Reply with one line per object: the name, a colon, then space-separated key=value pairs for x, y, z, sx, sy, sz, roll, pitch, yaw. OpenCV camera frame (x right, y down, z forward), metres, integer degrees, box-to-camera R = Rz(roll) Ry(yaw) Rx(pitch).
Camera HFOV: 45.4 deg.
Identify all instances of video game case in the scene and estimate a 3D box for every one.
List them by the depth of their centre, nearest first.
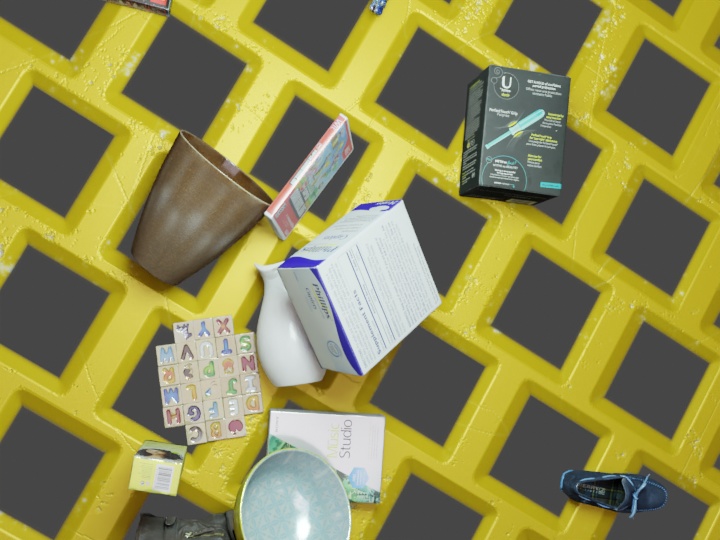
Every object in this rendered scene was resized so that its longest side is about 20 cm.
video game case: x=-0.080 y=-0.148 z=1.399 sx=0.017 sy=0.143 sz=0.201 roll=35 pitch=82 yaw=10

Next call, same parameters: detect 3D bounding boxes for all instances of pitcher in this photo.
pitcher: x=-0.100 y=0.079 z=1.374 sx=0.120 sy=0.171 sz=0.204 roll=-6 pitch=87 yaw=-30

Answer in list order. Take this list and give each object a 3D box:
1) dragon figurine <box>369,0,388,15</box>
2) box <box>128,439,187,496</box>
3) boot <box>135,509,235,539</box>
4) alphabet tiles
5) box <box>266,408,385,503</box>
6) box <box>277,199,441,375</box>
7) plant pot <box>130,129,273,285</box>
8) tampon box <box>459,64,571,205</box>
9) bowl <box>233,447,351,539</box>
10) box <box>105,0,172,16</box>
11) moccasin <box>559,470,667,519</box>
dragon figurine: x=0.016 y=-0.538 z=1.472 sx=0.098 sy=0.059 sz=0.204 roll=8 pitch=87 yaw=-9
box: x=-0.306 y=0.298 z=1.315 sx=0.074 sy=0.200 sz=0.051 roll=11 pitch=83 yaw=-10
boot: x=-0.268 y=0.447 z=1.330 sx=0.171 sy=0.201 sz=0.070 roll=-2 pitch=115 yaw=-12
alphabet tiles: x=-0.249 y=0.181 z=1.427 sx=0.164 sy=0.006 sz=0.204 roll=-7 pitch=89 yaw=-10
box: x=-0.060 y=0.310 z=1.439 sx=0.196 sy=0.036 sz=0.147 roll=4 pitch=88 yaw=-7
box: x=0.002 y=0.023 z=1.293 sx=0.199 sy=0.104 sz=0.186 roll=-38 pitch=115 yaw=-35
plant pot: x=-0.267 y=-0.083 z=1.362 sx=0.186 sy=0.187 sz=0.201 roll=38 pitch=97 yaw=-6
tampon box: x=0.260 y=-0.226 z=1.467 sx=0.147 sy=0.126 sz=0.204 roll=7 pitch=86 yaw=-10
bowl: x=-0.122 y=0.391 z=1.348 sx=0.198 sy=0.107 sz=0.203 roll=16 pitch=59 yaw=-28
box: x=-0.398 y=-0.511 z=1.412 sx=0.197 sy=0.040 sz=0.139 roll=12 pitch=85 yaw=-9
moccasin: x=0.449 y=0.396 z=1.504 sx=0.196 sy=0.068 sz=0.082 roll=4 pitch=87 yaw=-9
